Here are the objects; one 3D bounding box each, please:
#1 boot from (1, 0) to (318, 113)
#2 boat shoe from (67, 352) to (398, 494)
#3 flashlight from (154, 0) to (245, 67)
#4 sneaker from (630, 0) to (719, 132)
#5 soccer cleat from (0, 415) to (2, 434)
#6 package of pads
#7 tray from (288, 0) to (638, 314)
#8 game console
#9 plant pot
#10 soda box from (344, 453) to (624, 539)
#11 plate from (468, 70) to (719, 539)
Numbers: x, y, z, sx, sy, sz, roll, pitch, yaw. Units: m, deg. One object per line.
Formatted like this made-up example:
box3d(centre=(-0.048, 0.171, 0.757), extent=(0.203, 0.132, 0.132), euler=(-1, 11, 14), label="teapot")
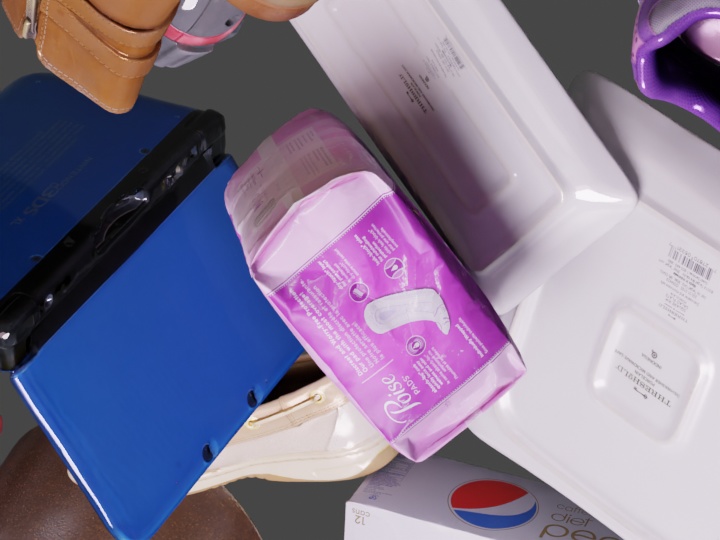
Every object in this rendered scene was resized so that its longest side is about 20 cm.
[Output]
box3d(centre=(-0.085, -0.125, 0.978), extent=(0.200, 0.073, 0.155), euler=(54, 137, 36), label="boot")
box3d(centre=(-0.072, 0.071, 1.217), extent=(0.199, 0.074, 0.069), euler=(-8, 115, 24), label="boat shoe")
box3d(centre=(-0.041, -0.147, 1.012), extent=(0.200, 0.068, 0.068), euler=(-19, 102, 54), label="flashlight")
box3d(centre=(0.193, -0.074, 0.939), extent=(0.199, 0.089, 0.081), euler=(22, 129, 14), label="sneaker")
box3d(centre=(-0.231, 0.014, 1.282), extent=(0.073, 0.068, 0.201), euler=(7, 125, -2), label="soccer cleat")
box3d(centre=(0.000, 0.000, 1.044), extent=(0.076, 0.200, 0.121), euler=(-39, 103, 2), label="package of pads")
box3d(centre=(0.031, -0.082, 1.039), extent=(0.200, 0.022, 0.107), euler=(55, 132, 7), label="tray")
box3d(centre=(-0.136, 0.012, 1.120), extent=(0.170, 0.200, 0.119), euler=(15, 128, 22), label="game console")
box3d(centre=(-0.172, 0.214, 1.287), extent=(0.186, 0.200, 0.188), euler=(15, 129, 20), label="plant pot")
box3d(centre=(0.093, 0.152, 1.163), extent=(0.199, 0.064, 0.068), euler=(13, 119, 19), label="soda box")
box3d(centre=(0.135, 0.042, 1.033), extent=(0.199, 0.032, 0.201), euler=(36, 125, 30), label="plate")
